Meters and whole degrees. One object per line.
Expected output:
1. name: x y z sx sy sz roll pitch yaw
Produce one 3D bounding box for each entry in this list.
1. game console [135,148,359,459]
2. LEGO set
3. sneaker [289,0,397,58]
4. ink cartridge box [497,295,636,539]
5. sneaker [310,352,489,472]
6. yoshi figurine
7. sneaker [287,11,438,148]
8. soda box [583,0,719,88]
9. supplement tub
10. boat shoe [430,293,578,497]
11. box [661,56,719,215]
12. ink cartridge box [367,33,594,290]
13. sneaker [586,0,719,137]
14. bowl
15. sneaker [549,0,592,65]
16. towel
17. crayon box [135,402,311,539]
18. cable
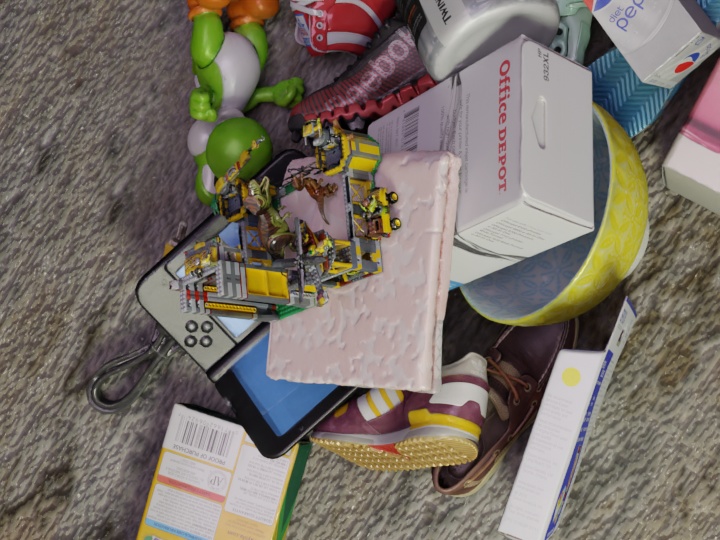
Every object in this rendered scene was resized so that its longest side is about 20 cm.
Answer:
1. game console: -0.069 0.027 1.267 0.200 0.116 0.176 -41 112 1
2. LEGO set: -0.076 -0.038 1.158 0.199 0.115 0.155 -11 76 47
3. sneaker: -0.058 -0.266 1.297 0.199 0.071 0.113 27 96 -18
4. ink cartridge box: 0.169 0.117 1.171 0.047 0.198 0.202 18 88 14
5. sneaker: 0.037 0.118 1.243 0.199 0.075 0.091 -9 58 48
6. yoshi figurine: -0.112 -0.159 1.316 0.111 0.112 0.202 2 88 7
7. sneaker: 0.023 -0.176 1.301 0.199 0.071 0.099 -19 81 9
8. soda box: 0.209 -0.246 1.180 0.063 0.068 0.201 -40 72 26
9. supplement tub: 0.079 -0.265 1.223 0.122 0.122 0.201 -27 66 10
10. boat shoe: 0.122 0.109 1.247 0.072 0.072 0.201 36 93 14
11. box: 0.351 -0.137 1.197 0.127 0.109 0.201 28 91 14
12. ink cartridge box: 0.094 -0.079 1.186 0.199 0.083 0.146 -25 55 49
13. sneaker: 0.258 -0.183 1.246 0.077 0.081 0.200 47 116 12
14. bowl: 0.179 -0.040 1.218 0.200 0.107 0.202 -31 49 45
15. sneaker: 0.208 -0.231 1.258 0.199 0.074 0.119 -15 74 22
16. towel: 0.000 0.000 1.180 0.199 0.032 0.193 1 85 47
17. crayon box: -0.133 0.234 1.308 0.125 0.052 0.202 16 88 15
18. cable: -0.175 0.058 1.353 0.097 0.050 0.201 31 106 -6
